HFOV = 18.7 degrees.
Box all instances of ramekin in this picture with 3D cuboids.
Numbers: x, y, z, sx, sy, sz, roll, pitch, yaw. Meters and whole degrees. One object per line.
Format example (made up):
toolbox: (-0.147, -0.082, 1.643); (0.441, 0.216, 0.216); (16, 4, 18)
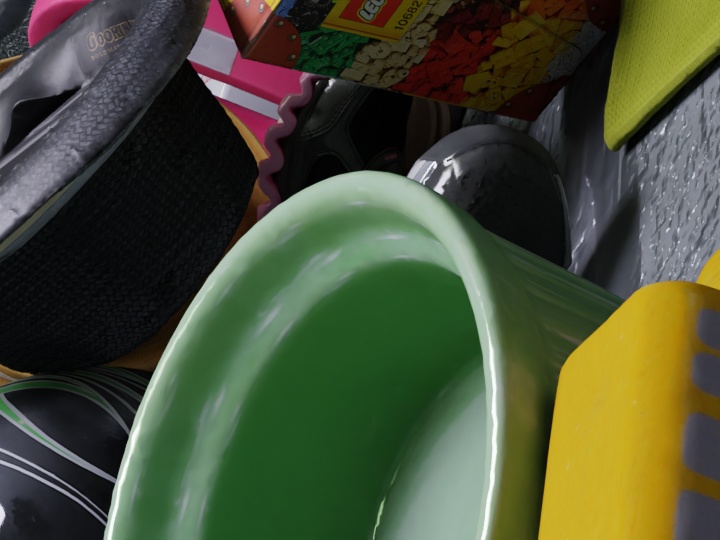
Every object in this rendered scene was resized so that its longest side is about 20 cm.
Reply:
ramekin: (0.015, 0.081, 0.633); (0.200, 0.097, 0.201); (-32, 49, 46)

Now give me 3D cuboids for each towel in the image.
towel: (0.130, -0.118, 0.728); (0.200, 0.018, 0.086); (132, 155, -60)

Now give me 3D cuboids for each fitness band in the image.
fitness band: (-0.071, -0.094, 1.102); (0.144, 0.199, 0.038); (141, 151, -73)

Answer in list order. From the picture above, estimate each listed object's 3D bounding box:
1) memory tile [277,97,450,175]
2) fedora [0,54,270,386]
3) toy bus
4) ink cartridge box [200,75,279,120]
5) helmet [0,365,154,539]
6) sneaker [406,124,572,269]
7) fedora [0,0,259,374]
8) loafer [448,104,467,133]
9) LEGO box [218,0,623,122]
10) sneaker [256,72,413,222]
memory tile: (-0.009, -0.003, 0.987); (0.153, 0.017, 0.200); (54, 128, 39)
fedora: (-0.119, -0.002, 0.949); (0.082, 0.200, 0.201); (-164, 94, -77)
toy bus: (0.083, 0.074, 0.506); (0.065, 0.078, 0.201); (128, 157, -53)
ink cartridge box: (-0.078, -0.029, 1.293); (0.144, 0.084, 0.201); (166, 121, -73)
helmet: (-0.111, 0.133, 0.877); (0.191, 0.200, 0.200); (52, 135, 22)
sneaker: (0.038, 0.058, 0.757); (0.116, 0.075, 0.201); (-111, 32, -63)
fedora: (-0.109, -0.020, 0.831); (0.200, 0.092, 0.201); (-39, 21, 18)
loafer: (-0.001, -0.034, 1.044); (0.200, 0.063, 0.072); (-50, 51, 38)
LEGO box: (0.001, -0.166, 0.868); (0.077, 0.149, 0.200); (-51, 46, 34)
sneaker: (0.000, 0.000, 0.920); (0.079, 0.095, 0.201); (-12, -59, -58)
